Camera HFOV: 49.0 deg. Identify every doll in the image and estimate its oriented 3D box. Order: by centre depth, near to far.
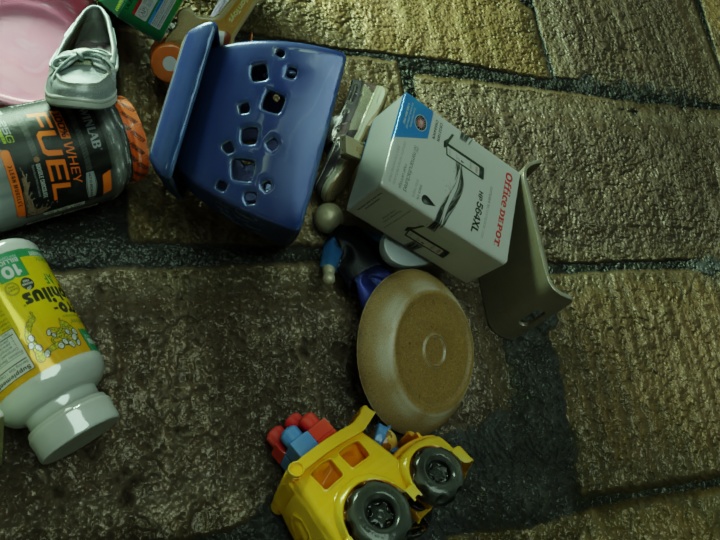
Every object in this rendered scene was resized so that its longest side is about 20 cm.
[{"bbox_3d":[0.000,0.000,1.004,0.135,0.048,0.202,-20,75,-44],"label":"doll"}]

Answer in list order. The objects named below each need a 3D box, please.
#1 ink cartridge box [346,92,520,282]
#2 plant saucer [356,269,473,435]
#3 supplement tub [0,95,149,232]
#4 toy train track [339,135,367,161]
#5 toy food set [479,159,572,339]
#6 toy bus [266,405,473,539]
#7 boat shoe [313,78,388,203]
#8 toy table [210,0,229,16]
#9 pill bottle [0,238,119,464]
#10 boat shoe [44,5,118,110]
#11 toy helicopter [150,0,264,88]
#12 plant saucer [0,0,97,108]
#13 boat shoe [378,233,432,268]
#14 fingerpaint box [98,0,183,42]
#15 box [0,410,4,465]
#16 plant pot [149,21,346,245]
[{"bbox_3d":[0.097,-0.100,0.991,0.198,0.084,0.148,29,58,-22],"label":"ink cartridge box"},{"bbox_3d":[0.080,0.098,0.962,0.198,0.035,0.204,7,79,-41],"label":"plant saucer"},{"bbox_3d":[-0.339,-0.120,0.855,0.198,0.123,0.124,-23,78,-32],"label":"supplement tub"},{"bbox_3d":[0.029,-0.141,1.056,0.199,0.032,0.117,12,74,-53],"label":"toy train track"},{"bbox_3d":[0.219,-0.026,1.067,0.059,0.144,0.204,2,66,-24],"label":"toy food set"},{"bbox_3d":[-0.005,0.221,0.867,0.198,0.137,0.192,-27,64,-35],"label":"toy bus"},{"bbox_3d":[-0.024,-0.180,1.071,0.064,0.072,0.202,24,64,4],"label":"boat shoe"},{"bbox_3d":[-0.183,-0.432,1.058,0.116,0.183,0.203,35,54,-26],"label":"toy table"},{"bbox_3d":[-0.323,0.081,0.776,0.112,0.113,0.202,-28,80,-33],"label":"pill bottle"},{"bbox_3d":[-0.294,-0.226,0.846,0.073,0.066,0.203,2,32,-9],"label":"boat shoe"},{"bbox_3d":[-0.168,-0.295,1.002,0.132,0.079,0.201,35,100,-25],"label":"toy helicopter"},{"bbox_3d":[-0.396,-0.266,0.939,0.197,0.051,0.204,11,62,-22],"label":"plant saucer"},{"bbox_3d":[0.090,-0.049,1.058,0.199,0.056,0.069,-29,89,-39],"label":"boat shoe"},{"bbox_3d":[-0.257,-0.409,0.952,0.167,0.202,0.073,42,13,34],"label":"fingerpaint box"},{"bbox_3d":[-0.398,0.108,0.675,0.096,0.200,0.177,-36,85,-34],"label":"box"},{"bbox_3d":[-0.132,-0.154,0.903,0.177,0.200,0.204,16,86,-8],"label":"plant pot"}]
